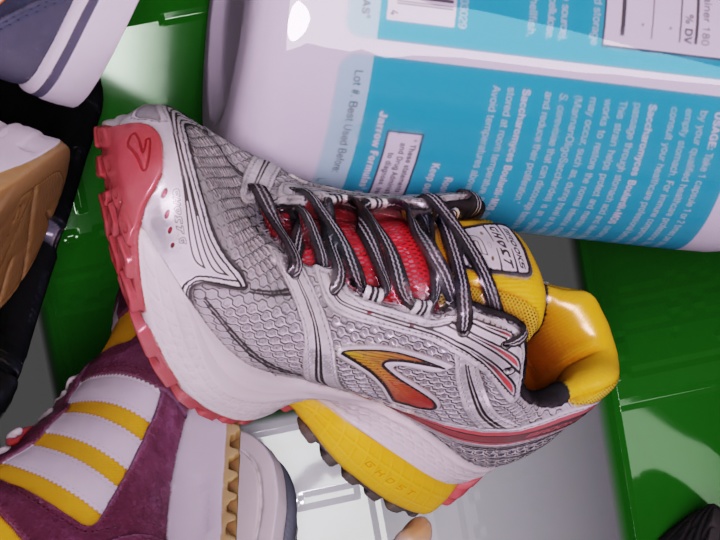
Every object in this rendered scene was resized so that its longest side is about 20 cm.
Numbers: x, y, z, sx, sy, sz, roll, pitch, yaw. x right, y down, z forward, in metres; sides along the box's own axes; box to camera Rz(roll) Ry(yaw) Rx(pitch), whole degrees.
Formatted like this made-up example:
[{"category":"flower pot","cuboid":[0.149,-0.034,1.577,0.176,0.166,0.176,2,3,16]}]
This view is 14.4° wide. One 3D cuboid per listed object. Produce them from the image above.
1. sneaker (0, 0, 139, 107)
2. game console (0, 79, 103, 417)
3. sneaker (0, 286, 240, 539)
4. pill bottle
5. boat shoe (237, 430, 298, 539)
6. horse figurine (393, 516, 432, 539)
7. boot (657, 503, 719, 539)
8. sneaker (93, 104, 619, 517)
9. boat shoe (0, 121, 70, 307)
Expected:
[{"category":"sneaker","cuboid":[-0.074,-0.134,0.755,0.079,0.078,0.200,20,121,-18]},{"category":"game console","cuboid":[-0.199,-0.003,0.828,0.200,0.116,0.176,20,63,-12]},{"category":"sneaker","cuboid":[-0.079,0.060,0.774,0.090,0.200,0.075,2,125,-4]},{"category":"pill bottle","cuboid":[0.060,-0.064,0.819,0.200,0.111,0.111,7,95,-11]},{"category":"boat shoe","cuboid":[-0.060,0.146,0.859,0.062,0.073,0.200,23,84,-55]},{"category":"horse figurine","cuboid":[-0.004,0.169,0.827,0.133,0.050,0.200,-43,123,-35]},{"category":"boot","cuboid":[0.126,0.176,0.848,0.131,0.068,0.200,31,60,-10]},{"category":"sneaker","cuboid":[0.000,0.000,0.760,0.082,0.200,0.078,-27,60,23]},{"category":"boat shoe","cuboid":[-0.135,-0.007,0.706,0.069,0.200,0.071,26,103,5]}]
